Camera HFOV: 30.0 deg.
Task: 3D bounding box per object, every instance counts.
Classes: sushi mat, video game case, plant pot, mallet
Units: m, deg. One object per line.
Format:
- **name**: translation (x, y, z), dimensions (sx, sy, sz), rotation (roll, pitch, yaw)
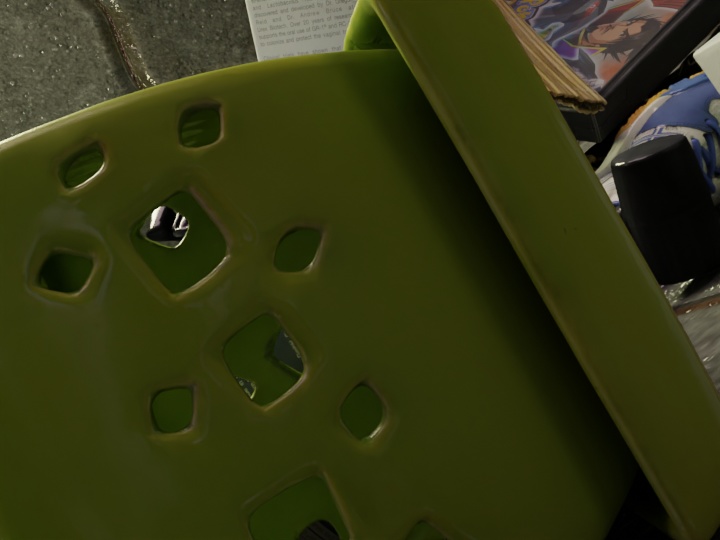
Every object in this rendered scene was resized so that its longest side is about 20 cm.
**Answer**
- **sushi mat**: translation (0.068, -0.140, 0.793), dimensions (0.200, 0.095, 0.012), rotation (-113, 38, -58)
- **video game case**: translation (0.129, -0.152, 0.853), dimensions (0.180, 0.026, 0.200), rotation (13, 46, 43)
- **plant pot**: translation (-0.010, 0.028, 0.419), dimensions (0.181, 0.201, 0.199), rotation (-30, 2, -2)
- **mallet**: translation (0.072, -0.016, 0.651), dimensions (0.198, 0.066, 0.041), rotation (-10, 13, 19)

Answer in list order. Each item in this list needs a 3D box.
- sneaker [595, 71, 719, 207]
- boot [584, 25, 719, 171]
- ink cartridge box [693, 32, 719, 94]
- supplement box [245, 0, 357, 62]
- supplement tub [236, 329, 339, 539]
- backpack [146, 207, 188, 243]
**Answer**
- **sneaker**: translation (0.159, -0.034, 0.719), dimensions (0.200, 0.076, 0.088), rotation (-38, 23, -8)
- **boot**: translation (0.185, -0.075, 0.828), dimensions (0.150, 0.073, 0.200), rotation (-38, -2, -29)
- **ink cartridge box**: translation (0.271, -0.137, 0.614), dimensions (0.199, 0.083, 0.146), rotation (-38, 3, -6)
- **supplement box**: translation (-0.005, -0.156, 0.934), dimensions (0.103, 0.202, 0.101), rotation (-2, 18, 38)
- **supplement tub**: translation (-0.025, 0.059, 0.596), dimensions (0.199, 0.141, 0.140), rotation (-37, 2, 12)
- **backpack**: translation (0.000, 0.000, 0.799), dimensions (0.199, 0.191, 0.154), rotation (-33, -5, -11)
